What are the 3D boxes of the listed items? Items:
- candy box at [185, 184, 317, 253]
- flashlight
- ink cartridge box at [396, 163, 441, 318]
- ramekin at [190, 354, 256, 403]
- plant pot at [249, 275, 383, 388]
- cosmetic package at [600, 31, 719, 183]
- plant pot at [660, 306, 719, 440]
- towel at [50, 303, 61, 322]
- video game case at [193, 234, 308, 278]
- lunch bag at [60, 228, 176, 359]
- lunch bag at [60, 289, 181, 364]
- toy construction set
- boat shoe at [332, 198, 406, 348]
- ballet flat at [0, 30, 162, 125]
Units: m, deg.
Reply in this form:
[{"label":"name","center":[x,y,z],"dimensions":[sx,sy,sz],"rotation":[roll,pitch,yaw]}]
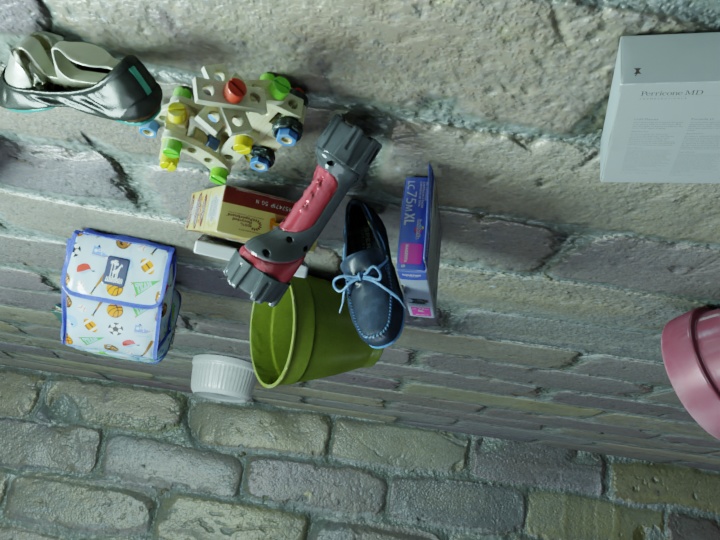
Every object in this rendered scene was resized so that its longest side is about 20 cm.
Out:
[{"label":"candy box","center":[-0.135,-0.060,0.794],"dimensions":[0.115,0.056,0.200],"rotation":[13,179,-24]},{"label":"flashlight","center":[-0.061,-0.062,0.669],"dimensions":[0.068,0.200,0.068],"rotation":[33,-173,4]},{"label":"ink cartridge box","center":[0.073,-0.029,0.798],"dimensions":[0.042,0.120,0.200],"rotation":[3,159,9]},{"label":"ramekin","center":[-0.404,0.322,1.943],"dimensions":[0.199,0.106,0.200],"rotation":[8,159,3]},{"label":"plant pot","center":[-0.065,0.100,1.130],"dimensions":[0.192,0.201,0.200],"rotation":[6,163,-28]},{"label":"cosmetic package","center":[0.309,-0.128,0.543],"dimensions":[0.199,0.052,0.151],"rotation":[3,161,15]},{"label":"plant pot","center":[0.570,0.124,0.944],"dimensions":[0.199,0.201,0.179],"rotation":[20,141,-28]},{"label":"towel","center":[-0.647,0.124,1.632],"dimensions":[0.199,0.022,0.147],"rotation":[10,161,-11]},{"label":"video game case","center":[-0.149,-0.027,0.910],"dimensions":[0.143,0.018,0.200],"rotation":[13,-174,-10]},{"label":"lunch bag","center":[-0.402,0.036,1.104],"dimensions":[0.169,0.124,0.201],"rotation":[12,117,-9]},{"label":"lunch bag","center":[-0.449,0.084,1.251],"dimensions":[0.199,0.162,0.082],"rotation":[8,165,7]},{"label":"toy construction set","center":[-0.129,-0.145,0.628],"dimensions":[0.131,0.093,0.200],"rotation":[20,168,-28]},{"label":"boat shoe","center":[0.000,0.000,0.796],"dimensions":[0.084,0.201,0.069],"rotation":[-24,140,11]},{"label":"ballet flat","center":[-0.269,-0.182,0.603],"dimensions":[0.199,0.068,0.069],"rotation":[10,144,20]}]
